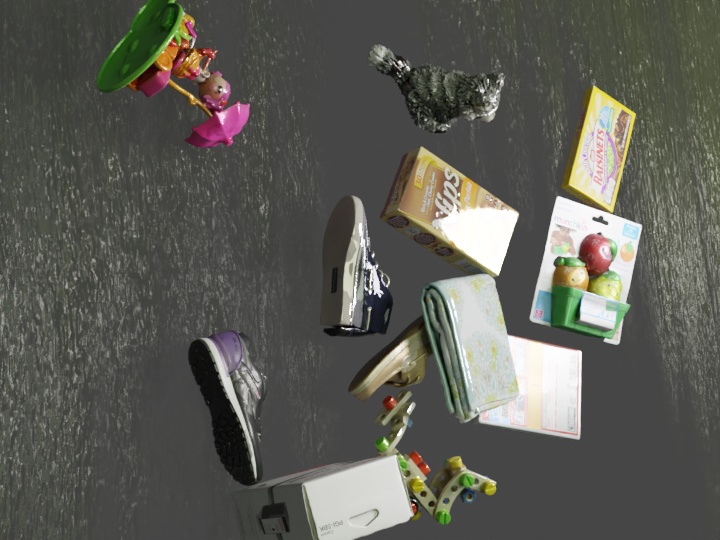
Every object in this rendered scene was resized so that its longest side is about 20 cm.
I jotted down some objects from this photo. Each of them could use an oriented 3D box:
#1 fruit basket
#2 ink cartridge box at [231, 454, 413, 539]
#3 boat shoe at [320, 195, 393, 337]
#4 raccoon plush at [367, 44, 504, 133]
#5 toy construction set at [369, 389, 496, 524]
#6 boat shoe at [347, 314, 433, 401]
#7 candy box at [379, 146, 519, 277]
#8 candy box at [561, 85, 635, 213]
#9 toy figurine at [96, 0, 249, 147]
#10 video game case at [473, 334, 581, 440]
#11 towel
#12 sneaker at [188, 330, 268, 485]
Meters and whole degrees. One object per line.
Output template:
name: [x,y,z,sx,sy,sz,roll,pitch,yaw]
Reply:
fruit basket: [0.364,0.003,1.870,0.184,0.094,0.201,16,90,-29]
ink cartridge box: [-0.051,0.294,1.489,0.146,0.200,0.083,-11,84,-34]
boat shoe: [0.000,0.000,1.676,0.092,0.074,0.201,14,79,-36]
raccoon plush: [0.116,-0.278,1.768,0.199,0.134,0.097,23,69,-26]
toy construction set: [0.084,0.269,1.643,0.131,0.092,0.200,-40,96,-5]
boat shoe: [0.066,0.130,1.678,0.200,0.074,0.069,-39,94,-33]
candy box: [0.136,-0.083,1.783,0.199,0.055,0.116,32,64,-23]
candy box: [0.403,-0.203,2.000,0.102,0.026,0.201,27,65,-21]
toy figurine: [-0.227,-0.251,1.574,0.184,0.150,0.201,44,34,-32]
video game case: [0.260,0.178,1.824,0.199,0.017,0.144,13,72,-30]
towel: [0.160,0.109,1.709,0.171,0.048,0.201,-6,83,-59]
sneaker: [-0.147,0.174,1.535,0.087,0.076,0.201,-15,87,-40]
